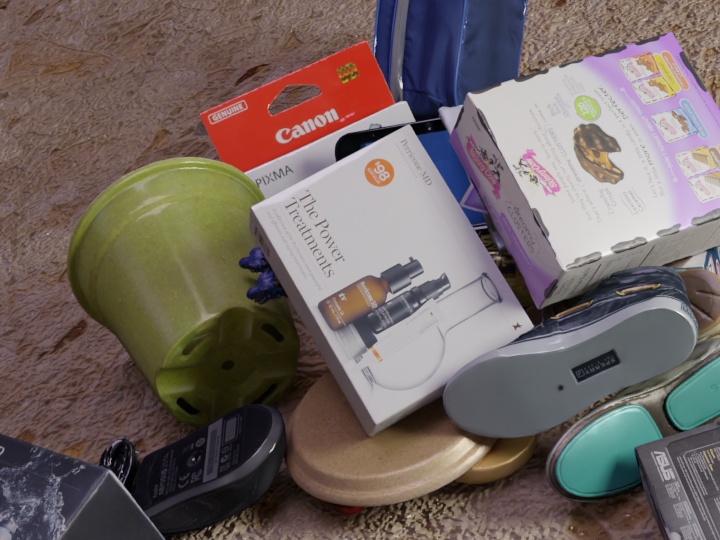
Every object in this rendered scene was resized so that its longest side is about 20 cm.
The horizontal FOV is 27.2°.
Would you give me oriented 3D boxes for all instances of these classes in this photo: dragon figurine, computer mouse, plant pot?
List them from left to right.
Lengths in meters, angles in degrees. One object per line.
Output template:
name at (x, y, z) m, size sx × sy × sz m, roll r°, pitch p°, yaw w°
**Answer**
computer mouse at (-0.137, 0.174, 1.224) m, size 0.199 × 0.053 × 0.139 m, roll -24°, pitch 32°, yaw 21°
plant pot at (-0.143, 0.033, 1.328) m, size 0.199 × 0.201 × 0.185 m, roll -25°, pitch 44°, yaw -8°
dragon figurine at (0.000, 0.000, 1.239) m, size 0.198 × 0.099 × 0.059 m, roll -11°, pitch 67°, yaw 15°

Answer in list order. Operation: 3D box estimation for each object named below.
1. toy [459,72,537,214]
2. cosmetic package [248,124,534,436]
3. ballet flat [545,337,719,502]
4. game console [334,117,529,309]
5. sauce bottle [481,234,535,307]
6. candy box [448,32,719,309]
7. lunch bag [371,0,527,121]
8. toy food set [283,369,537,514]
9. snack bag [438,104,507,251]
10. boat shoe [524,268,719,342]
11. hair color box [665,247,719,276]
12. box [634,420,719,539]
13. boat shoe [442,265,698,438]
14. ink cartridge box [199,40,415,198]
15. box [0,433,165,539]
toy at (0.172, -0.116, 1.276) m, size 0.114 × 0.047 × 0.201 m, roll 15°, pitch 50°, yaw 19°
cosmetic package at (0.023, 0.006, 1.180) m, size 0.150 × 0.052 × 0.201 m, roll -28°, pitch 77°, yaw -15°
ballet flat at (0.218, 0.113, 1.122) m, size 0.199 × 0.068 × 0.064 m, roll -29°, pitch 6°, yaw -14°
game console at (0.066, -0.047, 1.374) m, size 0.198 × 0.119 × 0.171 m, roll -9°, pitch 34°, yaw 18°
sauce bottle at (0.100, 0.002, 1.290) m, size 0.198 × 0.066 × 0.066 m, roll -4°, pitch 35°, yaw 15°
candy box at (0.196, -0.082, 1.190) m, size 0.198 × 0.072 × 0.169 m, roll -18°, pitch 68°, yaw -20°
lunch bag at (0.086, -0.239, 1.586) m, size 0.131 × 0.202 × 0.135 m, roll 10°, pitch 5°, yaw 35°
toy food set at (0.033, 0.123, 1.206) m, size 0.199 × 0.049 × 0.198 m, roll -25°, pitch 33°, yaw -7°
snack bag at (0.182, -0.105, 1.313) m, size 0.187 × 0.022 × 0.201 m, roll -13°, pitch 45°, yaw -6°
boat shoe at (0.210, 0.050, 1.205) m, size 0.199 × 0.065 × 0.073 m, roll -18°, pitch 67°, yaw 28°
hair color box at (0.269, -0.039, 1.305) m, size 0.099 × 0.061 × 0.201 m, roll -4°, pitch 36°, yaw 24°
box at (0.285, 0.173, 0.994) m, size 0.157 × 0.049 × 0.201 m, roll -17°, pitch 33°, yaw 3°
boat shoe at (0.160, 0.062, 1.132) m, size 0.199 × 0.071 × 0.091 m, roll -21°, pitch 17°, yaw 17°
ink cartridge box at (-0.042, -0.125, 1.511) m, size 0.199 × 0.175 × 0.044 m, roll -25°, pitch -5°, yaw -7°
box at (-0.281, 0.238, 1.117) m, size 0.195 × 0.118 × 0.201 m, roll 9°, pitch 52°, yaw 39°
